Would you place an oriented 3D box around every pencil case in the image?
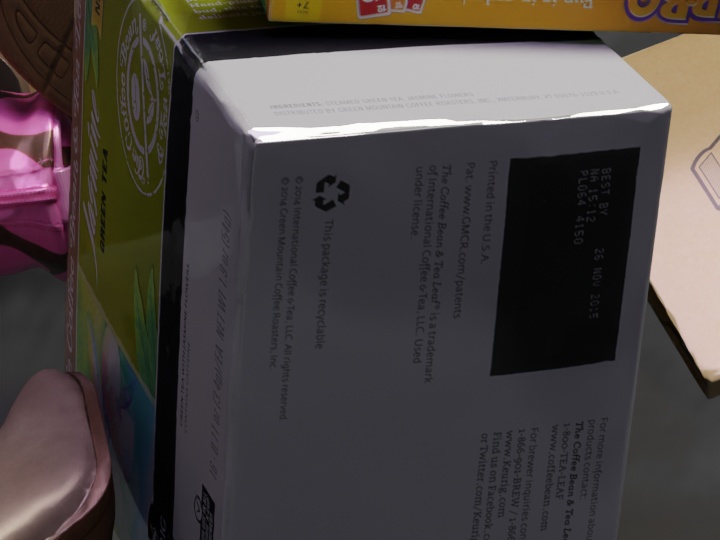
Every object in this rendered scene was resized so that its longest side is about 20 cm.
[{"bbox_3d":[-0.201,-0.034,1.029,0.199,0.091,0.094,-1,-4,-8],"label":"pencil case"}]

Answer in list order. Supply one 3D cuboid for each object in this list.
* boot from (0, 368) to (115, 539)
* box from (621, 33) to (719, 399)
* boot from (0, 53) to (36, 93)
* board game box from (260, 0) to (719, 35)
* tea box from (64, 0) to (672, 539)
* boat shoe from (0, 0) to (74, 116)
[{"bbox_3d":[-0.145,0.093,0.803,0.145,0.071,0.200,-4,27,-11],"label":"boot"},{"bbox_3d":[0.192,-0.048,1.061,0.199,0.021,0.164,-22,51,-7],"label":"box"},{"bbox_3d":[-0.232,-0.085,1.163,0.199,0.074,0.075,13,9,8],"label":"boot"},{"bbox_3d":[0.046,-0.100,0.815,0.199,0.030,0.096,3,24,-12],"label":"board game box"},{"bbox_3d":[-0.009,0.004,0.851,0.133,0.201,0.197,-5,26,-19],"label":"tea box"},{"bbox_3d":[-0.050,-0.078,1.019,0.199,0.072,0.065,20,12,14],"label":"boat shoe"}]
